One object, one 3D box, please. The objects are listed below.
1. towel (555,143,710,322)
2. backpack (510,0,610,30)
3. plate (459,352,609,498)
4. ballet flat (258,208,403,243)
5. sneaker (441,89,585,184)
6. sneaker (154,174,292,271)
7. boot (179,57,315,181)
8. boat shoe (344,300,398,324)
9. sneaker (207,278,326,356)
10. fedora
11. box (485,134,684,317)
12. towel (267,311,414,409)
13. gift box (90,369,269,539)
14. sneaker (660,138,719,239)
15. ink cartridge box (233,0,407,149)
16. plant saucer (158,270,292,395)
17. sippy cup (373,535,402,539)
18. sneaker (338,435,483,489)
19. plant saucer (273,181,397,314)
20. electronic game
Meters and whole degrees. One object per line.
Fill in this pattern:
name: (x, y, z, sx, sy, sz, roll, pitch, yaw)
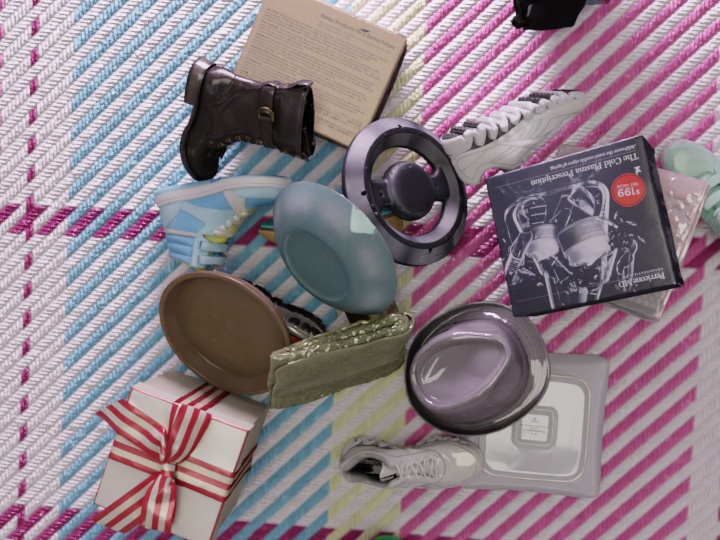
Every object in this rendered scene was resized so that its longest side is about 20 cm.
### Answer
towel: (0.327, -0.052, 1.124, 0.200, 0.032, 0.192, 21, 96, 24)
backpack: (0.254, -0.425, 1.076, 0.150, 0.178, 0.201, -9, 82, 2)
plate: (0.237, 0.211, 1.177, 0.199, 0.032, 0.201, 4, 92, 5)
ballet flat: (-0.040, -0.044, 1.171, 0.199, 0.069, 0.063, -5, 106, 6)
sneaker: (0.208, -0.180, 1.135, 0.200, 0.075, 0.081, -24, 107, -3)
sneaker: (-0.180, -0.060, 1.169, 0.199, 0.080, 0.131, -7, 90, 20)
boot: (-0.143, -0.176, 1.120, 0.174, 0.069, 0.200, 20, 134, 10)
boat shoe: (0.000, 0.000, 1.138, 0.063, 0.073, 0.200, -37, 129, -29)
sneaker: (-0.148, 0.074, 1.182, 0.200, 0.077, 0.085, 28, 109, 7)
fedora: (0.144, 0.128, 1.128, 0.200, 0.090, 0.177, -19, 75, 15)
box: (0.280, -0.048, 1.071, 0.200, 0.104, 0.183, -15, 82, 25)
towel: (-0.027, 0.121, 1.123, 0.199, 0.149, 0.037, -17, 61, -15)
gift box: (-0.248, 0.246, 1.139, 0.199, 0.187, 0.185, 15, 93, 3)
sneaker: (0.473, -0.093, 1.101, 0.074, 0.118, 0.201, -39, 88, 7)
ink cartridge box: (-0.057, -0.270, 1.155, 0.200, 0.075, 0.165, 25, 93, 4)
plant saucer: (-0.178, 0.081, 1.151, 0.200, 0.029, 0.201, 12, 126, 17)
sippy cup: (0.031, 0.455, 1.162, 0.178, 0.140, 0.130, 45, 106, 26)
sneaker: (0.066, 0.267, 1.162, 0.199, 0.081, 0.075, -3, 90, 9)
plant saucer: (-0.045, -0.015, 1.076, 0.201, 0.201, 0.039, 47, 56, 1)
electronic game: (0.061, -0.103, 1.122, 0.200, 0.042, 0.201, 9, 73, -32)
